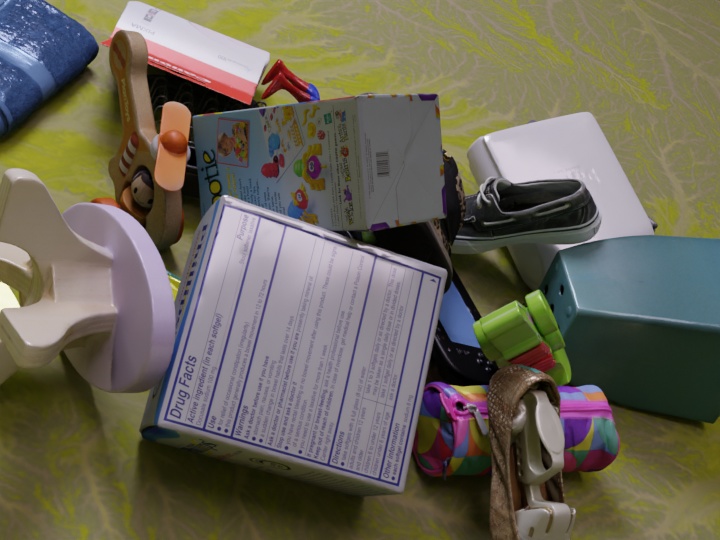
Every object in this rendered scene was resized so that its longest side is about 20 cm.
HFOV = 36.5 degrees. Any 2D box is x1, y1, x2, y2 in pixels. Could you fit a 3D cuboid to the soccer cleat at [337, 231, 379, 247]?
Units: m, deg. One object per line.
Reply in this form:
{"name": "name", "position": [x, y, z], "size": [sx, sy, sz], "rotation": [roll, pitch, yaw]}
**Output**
{"name": "soccer cleat", "position": [0.000, 0.000, 1.046], "size": [0.067, 0.081, 0.201], "rotation": [-2, 49, -33]}

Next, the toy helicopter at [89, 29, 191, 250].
{"name": "toy helicopter", "position": [-0.192, -0.118, 0.967], "size": [0.078, 0.132, 0.202], "rotation": [-6, 83, -35]}

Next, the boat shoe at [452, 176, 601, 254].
{"name": "boat shoe", "position": [0.150, -0.067, 1.141], "size": [0.198, 0.071, 0.072], "rotation": [-5, 40, 24]}

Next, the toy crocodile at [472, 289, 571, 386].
{"name": "toy crocodile", "position": [0.148, 0.067, 0.971], "size": [0.062, 0.067, 0.200], "rotation": [67, 10, 20]}

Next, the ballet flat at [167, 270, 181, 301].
{"name": "ballet flat", "position": [-0.149, 0.041, 0.936], "size": [0.199, 0.067, 0.067], "rotation": [23, 60, -4]}

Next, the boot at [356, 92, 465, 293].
{"name": "boot", "position": [0.046, -0.088, 1.050], "size": [0.201, 0.073, 0.151], "rotation": [64, 22, -16]}

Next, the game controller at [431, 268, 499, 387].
{"name": "game controller", "position": [0.080, 0.037, 1.072], "size": [0.104, 0.042, 0.201], "rotation": [26, 30, -49]}

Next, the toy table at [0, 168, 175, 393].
{"name": "toy table", "position": [-0.235, 0.017, 0.825], "size": [0.116, 0.186, 0.199], "rotation": [6, 12, -42]}

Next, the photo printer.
{"name": "photo printer", "position": [0.230, -0.072, 1.233], "size": [0.165, 0.070, 0.201], "rotation": [-14, 68, -21]}

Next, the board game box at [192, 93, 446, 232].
{"name": "board game box", "position": [-0.037, -0.089, 0.927], "size": [0.199, 0.106, 0.103], "rotation": [2, 9, 43]}

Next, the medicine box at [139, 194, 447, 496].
{"name": "medicine box", "position": [-0.052, 0.066, 0.867], "size": [0.198, 0.103, 0.184], "rotation": [18, 72, -13]}

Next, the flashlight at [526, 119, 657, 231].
{"name": "flashlight", "position": [0.268, -0.099, 1.328], "size": [0.200, 0.068, 0.068], "rotation": [40, 38, 15]}

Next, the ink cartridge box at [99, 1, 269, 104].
{"name": "ink cartridge box", "position": [-0.177, -0.233, 1.147], "size": [0.161, 0.057, 0.200], "rotation": [21, 8, -9]}

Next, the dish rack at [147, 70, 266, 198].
{"name": "dish rack", "position": [-0.156, -0.147, 1.130], "size": [0.152, 0.055, 0.201], "rotation": [12, 42, -22]}

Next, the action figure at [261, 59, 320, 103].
{"name": "action figure", "position": [-0.022, -0.148, 1.192], "size": [0.199, 0.052, 0.066], "rotation": [33, 18, -22]}

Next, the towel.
{"name": "towel", "position": [-0.348, -0.206, 1.080], "size": [0.111, 0.049, 0.200], "rotation": [30, 39, -1]}

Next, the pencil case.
{"name": "pencil case", "position": [0.138, 0.142, 0.977], "size": [0.198, 0.089, 0.089], "rotation": [4, 45, -30]}

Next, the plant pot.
{"name": "plant pot", "position": [0.287, 0.052, 1.129], "size": [0.198, 0.142, 0.142], "rotation": [7, 43, -13]}

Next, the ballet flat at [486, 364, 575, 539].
{"name": "ballet flat", "position": [0.140, 0.176, 0.886], "size": [0.070, 0.065, 0.202], "rotation": [-3, 81, -28]}
